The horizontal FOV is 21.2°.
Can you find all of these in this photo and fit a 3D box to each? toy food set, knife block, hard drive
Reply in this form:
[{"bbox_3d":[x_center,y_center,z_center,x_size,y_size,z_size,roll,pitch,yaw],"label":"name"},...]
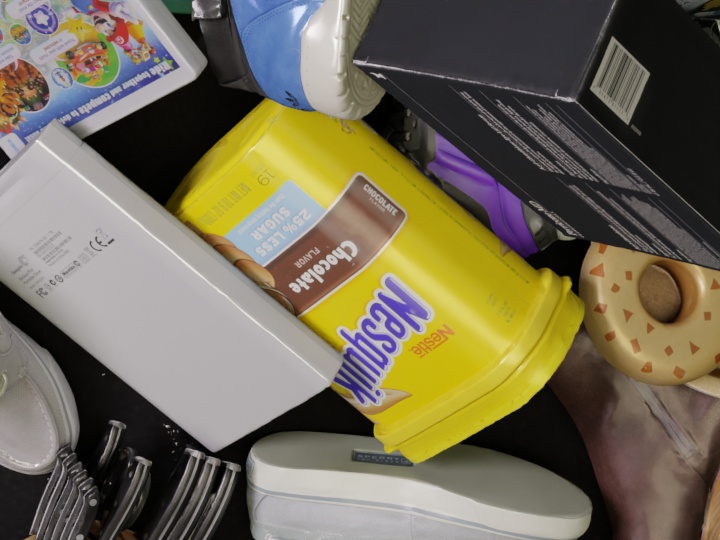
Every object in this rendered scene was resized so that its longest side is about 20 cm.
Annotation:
[{"bbox_3d":[0.222,-0.025,1.084,0.199,0.049,0.199,10,84,-7],"label":"toy food set"},{"bbox_3d":[-0.138,0.190,1.105,0.175,0.064,0.200,-24,121,-15],"label":"knife block"},{"bbox_3d":[-0.120,0.013,1.046,0.200,0.132,0.027,41,52,-14],"label":"hard drive"}]

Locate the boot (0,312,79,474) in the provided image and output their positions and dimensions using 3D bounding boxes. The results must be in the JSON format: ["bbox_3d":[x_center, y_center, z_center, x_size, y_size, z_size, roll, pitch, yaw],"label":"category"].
[{"bbox_3d":[-0.223,0.052,1.038,0.073,0.096,0.200,-29,115,11],"label":"boot"}]

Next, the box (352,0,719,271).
[{"bbox_3d":[0.115,-0.078,0.943,0.200,0.141,0.079,35,74,-45],"label":"box"}]

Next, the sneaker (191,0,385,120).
[{"bbox_3d":[-0.034,-0.181,0.945,0.111,0.077,0.200,14,106,30],"label":"sneaker"}]

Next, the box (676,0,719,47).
[{"bbox_3d":[0.247,-0.155,1.016,0.200,0.137,0.040,-24,104,-12],"label":"box"}]

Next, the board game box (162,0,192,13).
[{"bbox_3d":[-0.134,-0.209,0.991,0.199,0.047,0.151,1,130,-7],"label":"board game box"}]

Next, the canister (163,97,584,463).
[{"bbox_3d":[0.000,0.000,1.045,0.200,0.087,0.148,40,140,-12],"label":"canister"}]

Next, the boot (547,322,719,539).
[{"bbox_3d":[0.155,0.111,1.136,0.200,0.072,0.166,-44,92,6],"label":"boot"}]

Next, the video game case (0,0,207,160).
[{"bbox_3d":[-0.186,-0.152,0.961,0.143,0.018,0.200,-22,115,38],"label":"video game case"}]

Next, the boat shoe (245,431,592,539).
[{"bbox_3d":[0.031,0.143,1.114,0.200,0.070,0.072,8,113,5],"label":"boat shoe"}]

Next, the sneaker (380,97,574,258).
[{"bbox_3d":[0.044,-0.087,1.061,0.099,0.070,0.200,-25,105,2],"label":"sneaker"}]
